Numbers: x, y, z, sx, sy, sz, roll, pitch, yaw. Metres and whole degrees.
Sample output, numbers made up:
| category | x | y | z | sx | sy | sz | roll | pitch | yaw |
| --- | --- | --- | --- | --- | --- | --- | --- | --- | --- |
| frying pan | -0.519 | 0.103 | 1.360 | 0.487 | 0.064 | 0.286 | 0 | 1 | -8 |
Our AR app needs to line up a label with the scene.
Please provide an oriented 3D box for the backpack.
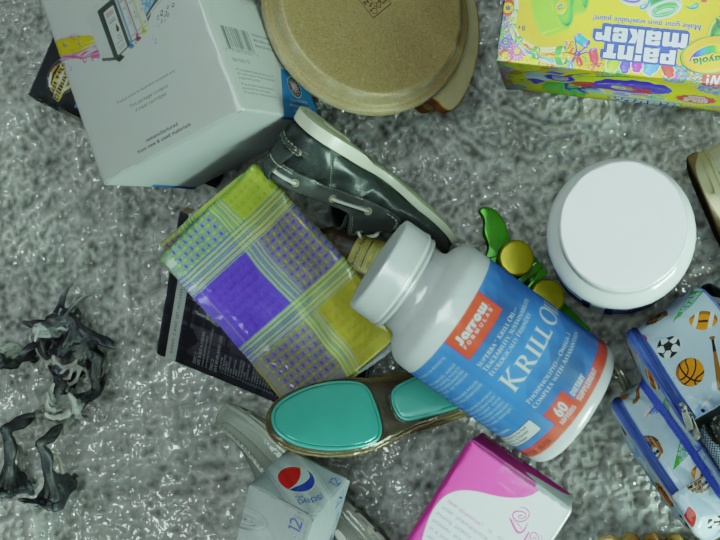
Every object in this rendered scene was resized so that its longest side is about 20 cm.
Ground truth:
| category | x | y | z | sx | sy | sz | roll | pitch | yaw |
| --- | --- | --- | --- | --- | --- | --- | --- | --- | --- |
| backpack | 0.283 | 0.114 | 0.965 | 0.152 | 0.200 | 0.193 | -26 | 69 | 7 |

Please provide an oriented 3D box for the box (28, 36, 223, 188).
| category | x | y | z | sx | sy | sz | roll | pitch | yaw |
| --- | --- | --- | --- | --- | --- | --- | --- | --- | --- |
| box | -0.180 | -0.209 | 1.133 | 0.196 | 0.050 | 0.203 | 25 | 92 | 12 |

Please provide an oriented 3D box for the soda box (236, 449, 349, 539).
| category | x | y | z | sx | sy | sz | roll | pitch | yaw |
| --- | --- | --- | --- | --- | --- | --- | --- | --- | --- |
| soda box | -0.071 | 0.255 | 1.028 | 0.063 | 0.068 | 0.203 | 24 | 119 | 17 |

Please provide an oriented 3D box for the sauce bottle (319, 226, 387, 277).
| category | x | y | z | sx | sy | sz | roll | pitch | yaw |
| --- | --- | --- | --- | --- | --- | --- | --- | --- | --- |
| sauce bottle | 0.000 | 0.000 | 1.079 | 0.197 | 0.065 | 0.066 | 20 | 90 | 13 |

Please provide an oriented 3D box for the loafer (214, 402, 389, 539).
| category | x | y | z | sx | sy | sz | roll | pitch | yaw |
| --- | --- | --- | --- | --- | --- | --- | --- | --- | --- |
| loafer | -0.060 | 0.199 | 1.073 | 0.200 | 0.070 | 0.070 | 44 | 86 | 10 |

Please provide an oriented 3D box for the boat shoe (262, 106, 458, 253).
| category | x | y | z | sx | sy | sz | roll | pitch | yaw |
| --- | --- | --- | --- | --- | --- | --- | --- | --- | --- |
| boat shoe | 0.003 | -0.061 | 1.036 | 0.068 | 0.199 | 0.072 | -54 | 36 | 7 |

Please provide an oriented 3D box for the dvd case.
| category | x | y | z | sx | sy | sz | roll | pitch | yaw |
| --- | --- | --- | --- | --- | --- | --- | --- | --- | --- |
| dvd case | -0.081 | 0.044 | 1.082 | 0.197 | 0.016 | 0.151 | 20 | 118 | 11 |

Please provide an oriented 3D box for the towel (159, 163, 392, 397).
| category | x | y | z | sx | sy | sz | roll | pitch | yaw |
| --- | --- | --- | --- | --- | --- | --- | --- | --- | --- |
| towel | -0.069 | 0.022 | 1.046 | 0.143 | 0.023 | 0.201 | -35 | 97 | 29 |

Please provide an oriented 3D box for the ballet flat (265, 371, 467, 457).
| category | x | y | z | sx | sy | sz | roll | pitch | yaw |
| --- | --- | --- | --- | --- | --- | --- | --- | --- | --- |
| ballet flat | 0.015 | 0.120 | 1.047 | 0.197 | 0.072 | 0.069 | -15 | 73 | -12 |

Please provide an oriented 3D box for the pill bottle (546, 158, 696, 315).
| category | x | y | z | sx | sy | sz | roll | pitch | yaw |
| --- | --- | --- | --- | --- | --- | --- | --- | --- | --- |
| pill bottle | 0.205 | -0.025 | 0.971 | 0.113 | 0.200 | 0.118 | -1 | 86 | 10 |

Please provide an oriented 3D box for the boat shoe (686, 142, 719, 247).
| category | x | y | z | sx | sy | sz | roll | pitch | yaw |
| --- | --- | --- | --- | --- | --- | --- | --- | --- | --- |
| boat shoe | 0.335 | -0.014 | 1.011 | 0.064 | 0.071 | 0.203 | -22 | 81 | 9 |

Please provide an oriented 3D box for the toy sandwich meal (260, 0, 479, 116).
| category | x | y | z | sx | sy | sz | roll | pitch | yaw |
| --- | --- | --- | --- | --- | --- | --- | --- | --- | --- |
| toy sandwich meal | 0.007 | -0.217 | 1.051 | 0.201 | 0.070 | 0.209 | 3 | 79 | -16 |

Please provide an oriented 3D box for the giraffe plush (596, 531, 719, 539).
| category | x | y | z | sx | sy | sz | roll | pitch | yaw |
| --- | --- | --- | --- | --- | --- | --- | --- | --- | --- |
| giraffe plush | 0.260 | 0.294 | 0.982 | 0.198 | 0.171 | 0.165 | -9 | 71 | 44 |

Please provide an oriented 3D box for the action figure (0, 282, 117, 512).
| category | x | y | z | sx | sy | sz | roll | pitch | yaw |
| --- | --- | --- | --- | --- | --- | --- | --- | --- | --- |
| action figure | -0.288 | 0.111 | 1.108 | 0.117 | 0.102 | 0.204 | 10 | 90 | 23 |

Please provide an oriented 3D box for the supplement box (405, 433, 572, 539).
| category | x | y | z | sx | sy | sz | roll | pitch | yaw |
| --- | --- | --- | --- | --- | --- | --- | --- | --- | --- |
| supplement box | 0.085 | 0.249 | 1.026 | 0.100 | 0.103 | 0.202 | 33 | 94 | 12 |

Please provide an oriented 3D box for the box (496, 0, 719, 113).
| category | x | y | z | sx | sy | sz | roll | pitch | yaw |
| --- | --- | --- | --- | --- | --- | --- | --- | --- | --- |
| box | 0.226 | -0.246 | 1.022 | 0.196 | 0.122 | 0.196 | 7 | 89 | 11 |

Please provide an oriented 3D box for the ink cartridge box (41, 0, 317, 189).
| category | x | y | z | sx | sy | sz | roll | pitch | yaw |
| --- | --- | --- | --- | --- | --- | --- | --- | --- | --- |
| ink cartridge box | -0.153 | -0.190 | 1.017 | 0.143 | 0.147 | 0.203 | -23 | 83 | 23 |

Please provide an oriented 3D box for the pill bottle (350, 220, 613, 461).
| category | x | y | z | sx | sy | sz | roll | pitch | yaw |
| --- | --- | --- | --- | --- | --- | --- | --- | --- | --- |
| pill bottle | 0.093 | 0.052 | 0.977 | 0.199 | 0.112 | 0.113 | 34 | 93 | -6 |

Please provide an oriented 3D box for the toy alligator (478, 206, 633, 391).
| category | x | y | z | sx | sy | sz | roll | pitch | yaw |
| --- | --- | --- | --- | --- | --- | --- | --- | --- | --- |
| toy alligator | 0.151 | 0.037 | 1.046 | 0.054 | 0.059 | 0.201 | -38 | 88 | -1 |
